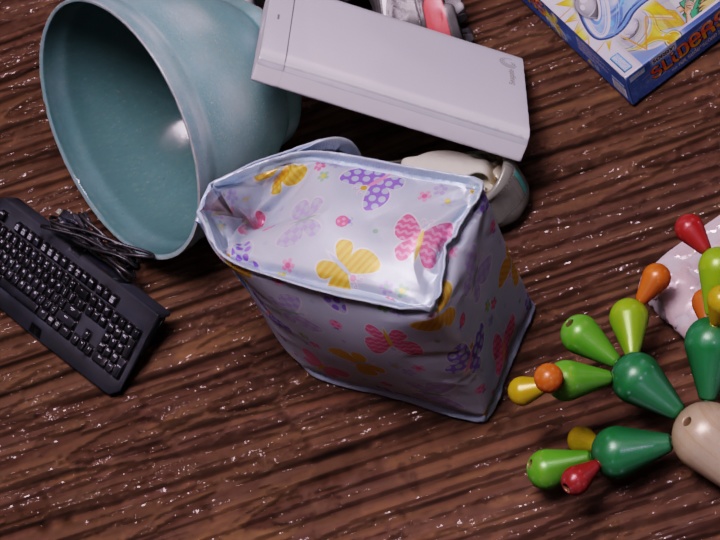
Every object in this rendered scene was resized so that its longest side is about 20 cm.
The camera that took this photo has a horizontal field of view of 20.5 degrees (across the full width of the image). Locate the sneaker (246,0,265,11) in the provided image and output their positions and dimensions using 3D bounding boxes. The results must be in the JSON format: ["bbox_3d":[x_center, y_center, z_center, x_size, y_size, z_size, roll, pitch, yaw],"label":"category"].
[{"bbox_3d":[-0.065,-0.247,1.596,0.074,0.081,0.201,-14,54,12],"label":"sneaker"}]

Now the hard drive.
[{"bbox_3d":[0.024,-0.146,1.440,0.198,0.027,0.132,17,31,-8],"label":"hard drive"}]

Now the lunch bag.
[{"bbox_3d":[0.000,0.000,1.358,0.198,0.170,0.128,10,64,26],"label":"lunch bag"}]

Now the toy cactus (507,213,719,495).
[{"bbox_3d":[0.196,0.079,1.282,0.165,0.102,0.200,41,87,16],"label":"toy cactus"}]

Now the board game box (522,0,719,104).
[{"bbox_3d":[0.197,-0.231,1.519,0.135,0.035,0.200,-37,54,-6],"label":"board game box"}]

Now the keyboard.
[{"bbox_3d":[-0.228,0.002,1.502,0.199,0.040,0.105,33,93,32],"label":"keyboard"}]

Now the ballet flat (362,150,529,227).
[{"bbox_3d":[0.023,-0.061,1.454,0.198,0.064,0.068,-4,57,17],"label":"ballet flat"}]

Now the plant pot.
[{"bbox_3d":[-0.129,-0.127,1.489,0.134,0.202,0.200,-27,49,-32],"label":"plant pot"}]

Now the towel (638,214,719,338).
[{"bbox_3d":[0.316,0.014,1.324,0.191,0.032,0.200,-38,53,-6],"label":"towel"}]

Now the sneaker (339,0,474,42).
[{"bbox_3d":[0.022,-0.243,1.566,0.097,0.071,0.202,-16,56,6],"label":"sneaker"}]
